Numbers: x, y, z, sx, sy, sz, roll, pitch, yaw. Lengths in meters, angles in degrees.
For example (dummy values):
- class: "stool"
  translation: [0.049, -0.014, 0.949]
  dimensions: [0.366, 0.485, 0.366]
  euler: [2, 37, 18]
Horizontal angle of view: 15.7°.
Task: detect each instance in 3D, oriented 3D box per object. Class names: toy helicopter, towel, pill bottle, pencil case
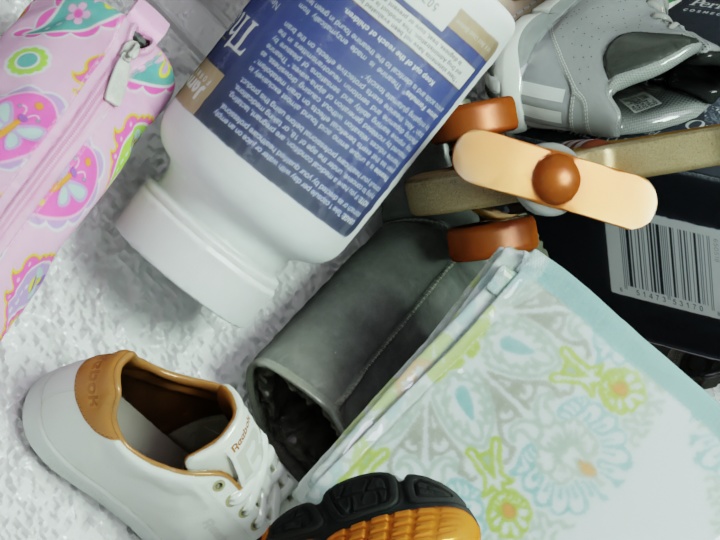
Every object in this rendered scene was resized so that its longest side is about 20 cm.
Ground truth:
- class: "toy helicopter"
  translation: [0.118, -0.054, 1.274]
  dimensions: [0.132, 0.198, 0.080]
  euler: [-20, 101, -79]
- class: "towel"
  translation: [0.092, 0.108, 1.222]
  dimensions: [0.200, 0.048, 0.171]
  euler: [41, 79, 9]
- class: "pill bottle"
  translation: [-0.026, -0.076, 1.260]
  dimensions: [0.111, 0.111, 0.200]
  euler: [37, 94, -21]
- class: "pencil case"
  translation: [-0.160, -0.046, 1.212]
  dimensions: [0.087, 0.087, 0.201]
  euler: [44, 52, -16]

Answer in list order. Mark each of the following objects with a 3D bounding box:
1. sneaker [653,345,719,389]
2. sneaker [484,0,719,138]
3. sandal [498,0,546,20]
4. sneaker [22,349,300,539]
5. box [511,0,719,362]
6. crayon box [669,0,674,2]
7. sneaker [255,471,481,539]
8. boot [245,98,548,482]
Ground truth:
- class: "sneaker"
  translation: [0.241, 0.013, 1.506]
  dimensions: [0.199, 0.076, 0.079]
  euler: [-3, 41, -30]
- class: "sneaker"
  translation: [0.160, -0.130, 1.398]
  dimensions: [0.200, 0.115, 0.075]
  euler: [-51, 144, -34]
- class: "sandal"
  translation: [0.095, -0.183, 1.433]
  dimensions: [0.078, 0.070, 0.212]
  euler: [47, 72, -5]
- class: "sneaker"
  translation: [-0.061, 0.106, 1.233]
  dimensions: [0.199, 0.084, 0.073]
  euler: [35, 52, -25]
- class: "box"
  translation: [0.217, -0.050, 1.425]
  dimensions: [0.200, 0.196, 0.118]
  euler: [-38, 131, -42]
- class: "crayon box"
  translation: [0.174, -0.221, 1.567]
  dimensions: [0.199, 0.058, 0.119]
  euler: [-27, 90, -42]
- class: "sneaker"
  translation: [-0.023, 0.162, 1.182]
  dimensions: [0.092, 0.199, 0.076]
  euler: [56, 27, -19]
- class: "boot"
  translation: [0.001, -0.001, 1.343]
  dimensions: [0.200, 0.072, 0.182]
  euler: [-42, 101, -34]
